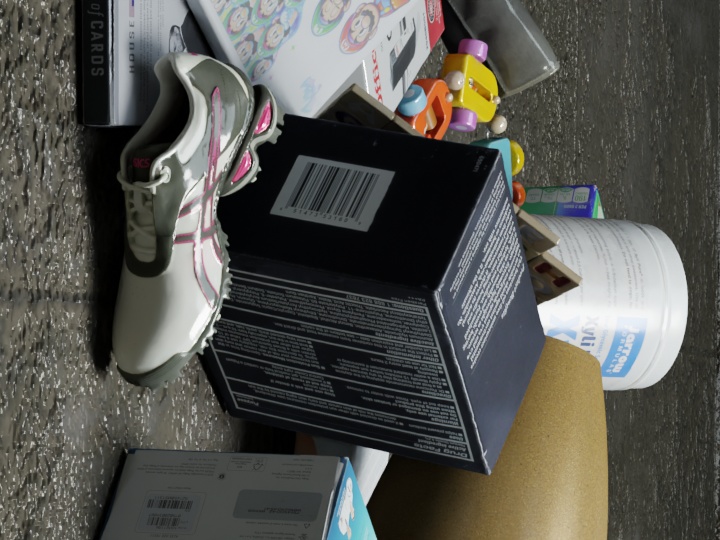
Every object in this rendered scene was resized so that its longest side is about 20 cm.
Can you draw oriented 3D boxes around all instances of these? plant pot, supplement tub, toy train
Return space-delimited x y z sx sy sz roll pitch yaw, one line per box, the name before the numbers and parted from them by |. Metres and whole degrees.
plant pot | 0.095 0.146 1.679 0.186 0.185 0.201 44 60 -67
supplement tub | 0.129 0.023 1.837 0.132 0.199 0.133 -10 -101 63
toy train | 0.065 -0.089 1.891 0.151 0.055 0.201 -65 145 -35

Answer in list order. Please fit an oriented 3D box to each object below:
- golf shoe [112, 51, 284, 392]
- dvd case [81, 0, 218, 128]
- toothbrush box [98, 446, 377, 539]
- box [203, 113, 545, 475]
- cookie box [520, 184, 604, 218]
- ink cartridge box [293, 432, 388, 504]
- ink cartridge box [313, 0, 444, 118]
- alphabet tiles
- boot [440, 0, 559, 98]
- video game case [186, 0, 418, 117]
golf shoe | -0.118 -0.032 1.460 0.088 0.077 0.202 27 75 -50
dvd case | -0.123 -0.163 1.515 0.200 0.025 0.152 -9 99 -72
toothbrush box | -0.061 0.205 1.519 0.201 0.145 0.086 73 25 -46
box | -0.002 0.012 1.584 0.199 0.199 0.124 73 36 -49
cookie box | 0.105 0.030 2.013 0.075 0.170 0.201 67 28 -46
ink cartridge box | -0.018 0.168 1.863 0.162 0.050 0.201 -59 162 -60
ink cartridge box | -0.010 -0.198 1.780 0.200 0.083 0.145 -59 145 -56
alphabet tiles | 0.051 -0.042 1.629 0.008 0.199 0.167 -55 -173 -18
boot | 0.091 -0.233 1.896 0.072 0.182 0.201 -31 98 -26
video game case | -0.028 -0.196 1.592 0.182 0.024 0.200 -48 149 -14
